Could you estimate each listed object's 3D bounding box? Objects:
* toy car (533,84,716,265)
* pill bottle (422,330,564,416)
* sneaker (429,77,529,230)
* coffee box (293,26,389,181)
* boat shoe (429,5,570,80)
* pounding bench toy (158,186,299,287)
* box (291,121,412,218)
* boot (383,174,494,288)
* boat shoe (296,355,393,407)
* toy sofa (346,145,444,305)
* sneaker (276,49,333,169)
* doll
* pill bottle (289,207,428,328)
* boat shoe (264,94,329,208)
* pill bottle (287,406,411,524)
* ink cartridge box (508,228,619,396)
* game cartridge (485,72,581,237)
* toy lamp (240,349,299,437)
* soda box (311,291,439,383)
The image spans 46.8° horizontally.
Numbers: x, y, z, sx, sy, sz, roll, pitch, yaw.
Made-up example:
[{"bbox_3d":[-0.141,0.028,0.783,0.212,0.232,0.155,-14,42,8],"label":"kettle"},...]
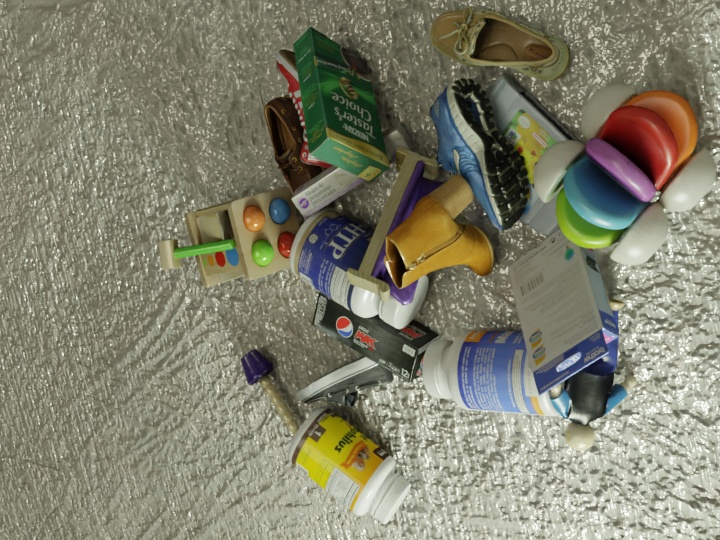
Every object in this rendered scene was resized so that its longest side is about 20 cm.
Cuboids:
[{"bbox_3d":[0.307,-0.119,0.963,0.175,0.150,0.201,43,93,15],"label":"toy car"},{"bbox_3d":[0.190,0.142,1.174,0.196,0.111,0.115,-1,103,36],"label":"pill bottle"},{"bbox_3d":[0.154,-0.148,1.106,0.089,0.078,0.204,-23,92,57],"label":"sneaker"},{"bbox_3d":[-0.027,-0.232,1.165,0.044,0.121,0.204,-33,52,35],"label":"coffee box"},{"bbox_3d":[0.173,-0.299,1.077,0.197,0.062,0.075,19,99,27],"label":"boat shoe"},{"bbox_3d":[-0.207,-0.046,1.337,0.154,0.198,0.127,-7,100,46],"label":"pounding bench toy"},{"bbox_3d":[-0.013,-0.148,1.239,0.198,0.042,0.039,-30,107,21],"label":"box"},{"bbox_3d":[0.102,-0.022,1.122,0.071,0.144,0.203,39,164,39],"label":"boot"},{"bbox_3d":[-0.024,0.193,1.377,0.198,0.070,0.067,-29,85,30],"label":"boat shoe"},{"bbox_3d":[0.060,-0.059,1.159,0.096,0.083,0.204,22,80,7],"label":"toy sofa"},{"bbox_3d":[-0.077,-0.239,1.280,0.200,0.071,0.113,46,122,13],"label":"sneaker"},{"bbox_3d":[0.305,0.139,1.094,0.048,0.133,0.205,-155,71,-68],"label":"doll"},{"bbox_3d":[0.000,0.000,1.264,0.198,0.119,0.122,30,119,24],"label":"pill bottle"},{"bbox_3d":[-0.107,-0.175,1.322,0.071,0.067,0.205,-13,96,37],"label":"boat shoe"},{"bbox_3d":[-0.016,0.324,1.374,0.198,0.109,0.111,34,121,16],"label":"pill bottle"},{"bbox_3d":[0.257,0.049,1.057,0.119,0.041,0.203,-41,38,37],"label":"ink cartridge box"},{"bbox_3d":[0.222,-0.146,1.114,0.200,0.040,0.134,47,129,16],"label":"game cartridge"},{"bbox_3d":[-0.147,0.233,1.481,0.058,0.058,0.202,-42,79,36],"label":"toy lamp"},{"bbox_3d":[0.022,0.093,1.305,0.198,0.070,0.065,29,121,27],"label":"soda box"}]
